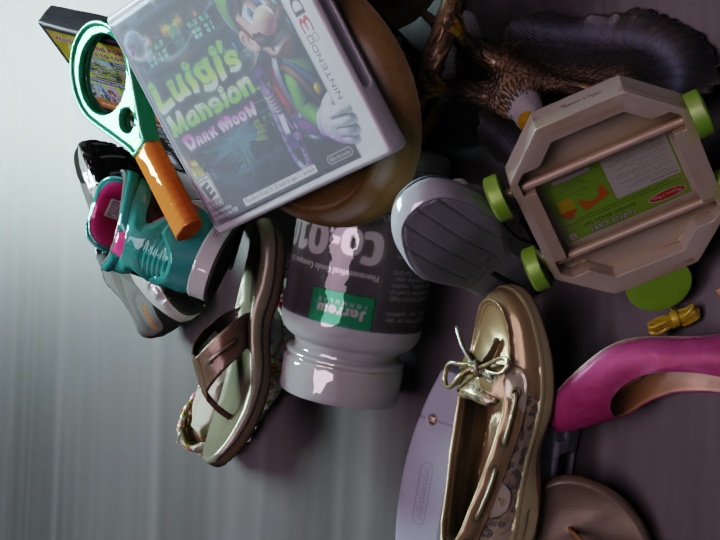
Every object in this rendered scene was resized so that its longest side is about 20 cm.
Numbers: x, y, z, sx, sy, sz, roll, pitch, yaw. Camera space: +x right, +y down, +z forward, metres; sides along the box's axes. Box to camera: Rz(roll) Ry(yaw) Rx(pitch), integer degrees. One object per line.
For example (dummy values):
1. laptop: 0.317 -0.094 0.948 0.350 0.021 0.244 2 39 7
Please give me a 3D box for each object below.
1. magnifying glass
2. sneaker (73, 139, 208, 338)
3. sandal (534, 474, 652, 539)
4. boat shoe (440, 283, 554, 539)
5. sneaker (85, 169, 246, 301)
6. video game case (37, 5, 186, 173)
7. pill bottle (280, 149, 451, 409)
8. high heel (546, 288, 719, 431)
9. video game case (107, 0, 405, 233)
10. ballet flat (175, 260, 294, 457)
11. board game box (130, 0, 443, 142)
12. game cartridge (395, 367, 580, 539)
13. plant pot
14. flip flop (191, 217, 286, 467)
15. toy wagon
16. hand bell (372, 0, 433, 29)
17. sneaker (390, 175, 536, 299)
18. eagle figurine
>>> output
1. magnifying glass: -0.173 -0.109 1.224 0.080 0.022 0.200 -49 62 37
2. sneaker: -0.211 -0.030 1.423 0.079 0.074 0.200 -40 68 35
3. sandal: 0.181 0.239 1.135 0.080 0.054 0.200 -22 78 11
4. boat shoe: 0.094 0.110 1.149 0.073 0.063 0.200 3 92 64
5. sneaker: -0.157 -0.037 1.289 0.121 0.200 0.084 20 104 0
6. video game case: -0.151 -0.137 1.324 0.200 0.181 0.026 18 64 35
7. pill bottle: 0.000 0.000 1.242 0.113 0.113 0.200 15 99 35
8. high heel: 0.224 0.087 1.106 0.200 0.067 0.096 -30 62 17
9. video game case: -0.079 -0.135 1.125 0.200 0.023 0.182 -22 98 46
10. ballet flat: -0.095 0.080 1.343 0.076 0.064 0.200 37 111 29
11. board game box: -0.054 -0.175 1.244 0.200 0.165 0.057 17 79 35
12. game cartridge: 0.092 0.181 1.225 0.133 0.040 0.200 15 99 32
13. plant pot: -0.044 -0.119 1.139 0.200 0.027 0.200 20 125 32
14. flip flop: -0.102 0.055 1.262 0.081 0.057 0.200 -175 96 -69
15. toy wagon: 0.181 -0.038 1.093 0.155 0.200 0.040 -22 36 12
16. hand bell: 0.019 -0.223 1.160 0.104 0.200 0.104 -1 100 -3
17. sneaker: 0.068 -0.031 1.143 0.073 0.200 0.071 -35 62 11
18. eagle figurine: 0.133 -0.123 1.145 0.152 0.200 0.151 128 157 -59
